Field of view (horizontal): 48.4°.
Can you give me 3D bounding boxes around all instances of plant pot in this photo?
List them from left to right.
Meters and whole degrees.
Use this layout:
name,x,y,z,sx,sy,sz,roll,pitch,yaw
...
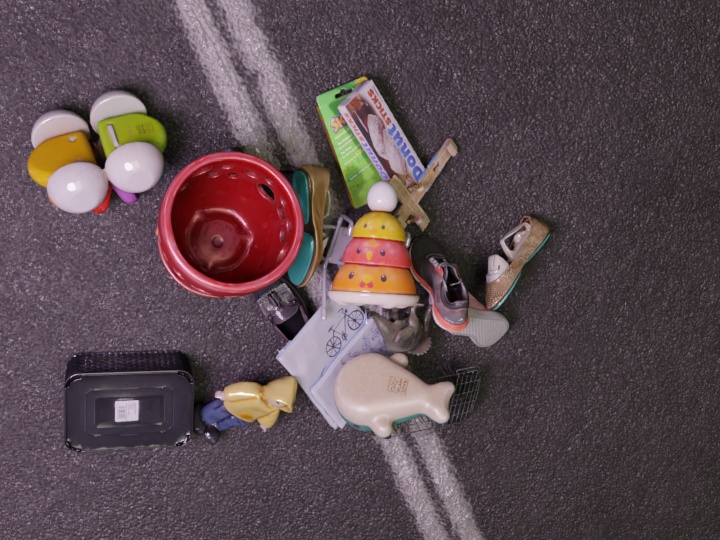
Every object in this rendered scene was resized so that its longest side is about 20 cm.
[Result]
name,x,y,z,sx,sy,sz,roll,pitch,yaw
plant pot,-0.198,-0.056,1.178,0.200,0.182,0.201,2,82,-17

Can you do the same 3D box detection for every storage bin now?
name,x,y,z,sx,sy,sz,roll,pitch,yaw
storage bin,-0.378,0.212,1.313,0.199,0.094,0.136,0,106,-18

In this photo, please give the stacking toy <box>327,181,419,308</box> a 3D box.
name,x,y,z,sx,sy,sz,roll,pitch,yaw
stacking toy,0.024,-0.042,1.272,0.146,0.146,0.201,3,88,-18

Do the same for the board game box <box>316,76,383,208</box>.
name,x,y,z,sx,sy,sz,roll,pitch,yaw
board game box,-0.002,-0.213,1.339,0.095,0.030,0.201,-25,114,-11

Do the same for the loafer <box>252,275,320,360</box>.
name,x,y,z,sx,sy,sz,roll,pitch,yaw
loafer,-0.118,0.078,1.353,0.072,0.063,0.200,-32,123,0

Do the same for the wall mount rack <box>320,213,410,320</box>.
name,x,y,z,sx,sy,sz,roll,pitch,yaw
wall mount rack,0.000,0.000,1.366,0.199,0.075,0.174,10,107,-29

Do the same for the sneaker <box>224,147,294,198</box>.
name,x,y,z,sx,sy,sz,roll,pitch,yaw
sneaker,-0.139,-0.140,1.300,0.082,0.073,0.200,-49,124,-3

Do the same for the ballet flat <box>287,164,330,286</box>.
name,x,y,z,sx,sy,sz,roll,pitch,yaw
ballet flat,-0.075,-0.070,1.281,0.063,0.069,0.201,-14,120,-41

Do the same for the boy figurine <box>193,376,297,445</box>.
name,x,y,z,sx,sy,sz,roll,pitch,yaw
boy figurine,-0.183,0.233,1.349,0.199,0.065,0.124,-21,130,23

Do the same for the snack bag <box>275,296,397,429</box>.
name,x,y,z,sx,sy,sz,roll,pitch,yaw
snack bag,-0.034,0.145,1.390,0.189,0.021,0.200,-50,123,-24

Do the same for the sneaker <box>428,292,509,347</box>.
name,x,y,z,sx,sy,sz,roll,pitch,yaw
sneaker,0.195,0.073,1.465,0.075,0.105,0.200,-47,145,16

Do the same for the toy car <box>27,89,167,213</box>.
name,x,y,z,sx,sy,sz,roll,pitch,yaw
toy car,-0.376,-0.154,1.185,0.199,0.175,0.150,-22,146,-10

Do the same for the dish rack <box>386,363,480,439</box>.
name,x,y,z,sx,sy,sz,roll,pitch,yaw
dish rack,0.122,0.235,1.477,0.199,0.055,0.154,-8,129,-21

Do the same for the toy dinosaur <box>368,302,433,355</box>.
name,x,y,z,sx,sy,sz,roll,pitch,yaw
toy dinosaur,0.079,0.102,1.376,0.200,0.077,0.103,5,97,-63

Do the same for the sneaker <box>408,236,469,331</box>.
name,x,y,z,sx,sy,sz,roll,pitch,yaw
sneaker,0.144,0.005,1.360,0.077,0.200,0.082,-8,141,-19

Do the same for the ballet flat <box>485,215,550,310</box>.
name,x,y,z,sx,sy,sz,roll,pitch,yaw
ballet flat,0.267,-0.020,1.446,0.065,0.070,0.200,42,67,-11

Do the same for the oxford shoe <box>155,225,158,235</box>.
name,x,y,z,sx,sy,sz,roll,pitch,yaw
oxford shoe,-0.223,-0.058,1.294,0.199,0.071,0.073,19,95,-21

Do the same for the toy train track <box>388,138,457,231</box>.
name,x,y,z,sx,sy,sz,roll,pitch,yaw
toy train track,0.113,-0.144,1.352,0.115,0.032,0.200,49,65,-33

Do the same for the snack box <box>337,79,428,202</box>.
name,x,y,z,sx,sy,sz,roll,pitch,yaw
snack box,0.040,-0.211,1.322,0.072,0.024,0.200,-49,122,-23

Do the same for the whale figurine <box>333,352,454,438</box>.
name,x,y,z,sx,sy,sz,roll,pitch,yaw
whale figurine,0.056,0.216,1.345,0.199,0.160,0.104,7,142,11
